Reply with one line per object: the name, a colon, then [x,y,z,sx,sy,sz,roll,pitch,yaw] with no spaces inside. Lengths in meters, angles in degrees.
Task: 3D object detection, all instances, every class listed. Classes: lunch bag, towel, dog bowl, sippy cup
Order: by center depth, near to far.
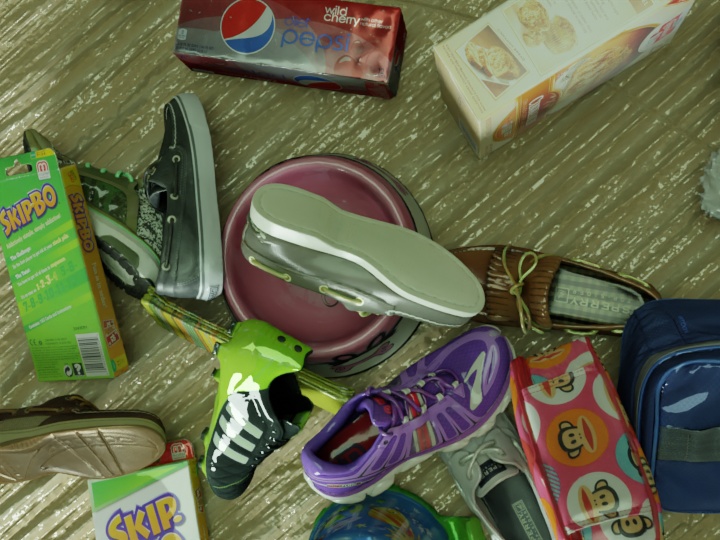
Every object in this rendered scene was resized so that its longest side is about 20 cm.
lunch bag: [0.302,0.107,0.802,0.197,0.133,0.138,-2,112,2]
lunch bag: [0.180,0.169,0.811,0.081,0.177,0.202,-18,56,8]
sippy cup: [0.008,0.249,0.850,0.139,0.130,0.179,32,91,10]
towel: [-0.093,0.073,0.907,0.198,0.086,0.018,26,75,8]
dog bowl: [-0.035,-0.008,0.913,0.197,0.074,0.204,-1,84,7]

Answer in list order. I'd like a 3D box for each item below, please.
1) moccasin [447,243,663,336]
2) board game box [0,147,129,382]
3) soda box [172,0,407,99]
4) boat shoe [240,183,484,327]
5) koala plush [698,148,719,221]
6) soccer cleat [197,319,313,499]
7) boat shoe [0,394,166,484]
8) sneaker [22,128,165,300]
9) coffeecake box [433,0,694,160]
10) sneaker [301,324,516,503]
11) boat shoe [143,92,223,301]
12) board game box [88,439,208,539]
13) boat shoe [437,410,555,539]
moccasin: [0.151,0.020,0.878,0.198,0.078,0.075,15,85,5]
board game box: [-0.267,-0.003,0.919,0.094,0.030,0.203,-5,105,31]
soda box: [-0.061,-0.205,0.940,0.197,0.063,0.071,10,86,8]
boat shoe: [0.001,-0.002,0.840,0.199,0.072,0.061,23,129,-3]
koala plush: [0.364,-0.130,0.848,0.174,0.184,0.203,0,105,-5]
soccer cleat: [-0.084,0.126,0.862,0.080,0.068,0.202,21,131,10]
boat shoe: [-0.257,0.137,0.925,0.197,0.073,0.073,-11,43,20]
sneaker: [-0.227,-0.062,0.958,0.200,0.077,0.088,44,60,11]
coffeecake box: [0.164,-0.185,0.863,0.198,0.153,0.074,-32,82,3]
sneaker: [0.040,0.114,0.842,0.199,0.084,0.081,-37,62,-4]
boat shoe: [-0.157,-0.069,0.909,0.056,0.069,0.203,-1,62,-19]
board game box: [-0.178,0.256,0.923,0.094,0.030,0.203,-11,81,6]
boat shoe: [0.113,0.165,0.880,0.073,0.065,0.201,-37,81,3]
